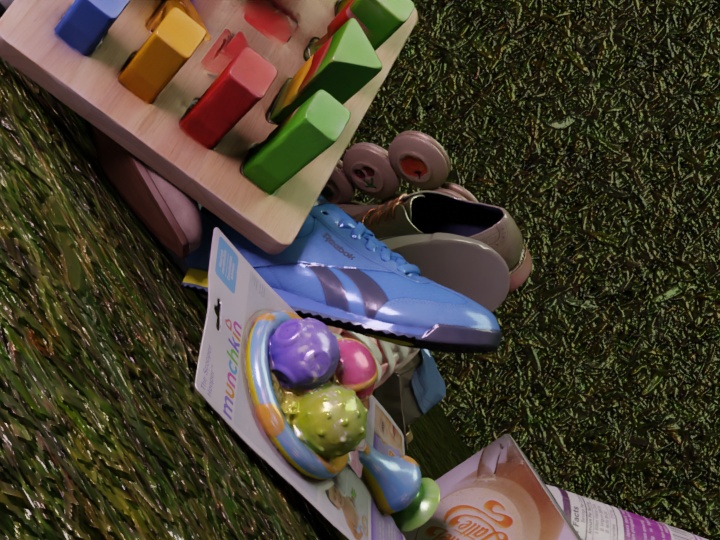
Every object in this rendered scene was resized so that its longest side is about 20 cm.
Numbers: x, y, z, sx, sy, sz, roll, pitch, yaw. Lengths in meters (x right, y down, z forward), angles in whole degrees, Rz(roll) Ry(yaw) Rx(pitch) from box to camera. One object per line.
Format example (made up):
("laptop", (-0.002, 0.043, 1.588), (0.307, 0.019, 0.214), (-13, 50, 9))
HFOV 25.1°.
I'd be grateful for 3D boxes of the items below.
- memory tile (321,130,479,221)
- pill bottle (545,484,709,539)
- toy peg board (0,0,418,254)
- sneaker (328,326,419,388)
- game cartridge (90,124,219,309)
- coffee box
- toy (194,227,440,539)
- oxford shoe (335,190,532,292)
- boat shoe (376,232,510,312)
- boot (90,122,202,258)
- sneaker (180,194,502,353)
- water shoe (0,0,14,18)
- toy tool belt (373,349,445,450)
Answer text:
("memory tile", (0.017, -0.035, 1.291), (0.199, 0.017, 0.154), (-9, -55, 43))
("pill bottle", (0.154, 0.220, 1.167), (0.199, 0.113, 0.112), (19, 8, -7))
("toy peg board", (-0.063, -0.154, 0.906), (0.199, 0.201, 0.098), (37, -34, -13))
("sneaker", (-0.015, 0.051, 1.000), (0.076, 0.104, 0.200), (57, 3, -7))
("game cartridge", (-0.130, -0.062, 1.079), (0.134, 0.041, 0.200), (59, 0, -26))
("coffee box", (0.094, 0.206, 0.935), (0.080, 0.114, 0.200), (54, 4, -39))
("toy", (-0.012, 0.072, 0.876), (0.200, 0.047, 0.116), (53, 25, -37))
("oxford shoe", (0.029, -0.034, 1.209), (0.074, 0.199, 0.071), (71, 31, -46))
("boat shoe", (0.000, 0.000, 1.150), (0.093, 0.199, 0.075), (-133, -137, -63))
("boot", (-0.102, -0.118, 0.964), (0.200, 0.146, 0.070), (54, -24, 15))
("sneaker", (-0.009, -0.004, 0.941), (0.199, 0.079, 0.066), (15, -7, 19))
("water shoe", (-0.212, -0.218, 1.005), (0.072, 0.079, 0.200), (54, 2, -40))
("toy tool belt", (0.024, 0.075, 1.267), (0.125, 0.123, 0.200), (57, 2, 17))
